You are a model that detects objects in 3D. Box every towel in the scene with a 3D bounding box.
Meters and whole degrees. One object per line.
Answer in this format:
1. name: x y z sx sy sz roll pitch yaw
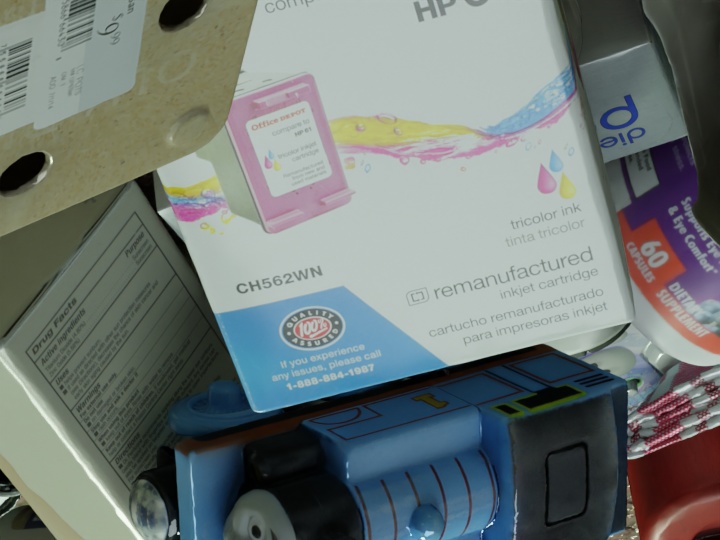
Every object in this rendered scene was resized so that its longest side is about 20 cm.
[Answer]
1. towel: 0.208 0.025 0.957 0.199 0.030 0.146 -24 178 17

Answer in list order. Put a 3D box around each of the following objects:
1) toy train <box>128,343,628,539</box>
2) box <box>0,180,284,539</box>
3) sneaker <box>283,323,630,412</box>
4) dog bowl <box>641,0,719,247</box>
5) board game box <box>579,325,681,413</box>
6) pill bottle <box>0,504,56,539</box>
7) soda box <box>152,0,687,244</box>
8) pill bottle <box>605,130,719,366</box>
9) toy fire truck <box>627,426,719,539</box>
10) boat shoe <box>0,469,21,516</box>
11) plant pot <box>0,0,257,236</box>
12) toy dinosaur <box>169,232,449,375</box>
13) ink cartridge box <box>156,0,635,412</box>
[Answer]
1. toy train: 0.010 0.080 0.865 0.199 0.087 0.114 -12 -161 -33
2. box: -0.099 0.056 0.899 0.077 0.095 0.200 12 144 40
3. sneaker: 0.016 0.008 0.960 0.199 0.076 0.088 -21 132 11
4. dog bowl: 0.198 -0.078 0.748 0.199 0.201 0.059 -24 163 22
5. board game box: 0.180 0.046 1.089 0.199 0.026 0.200 0 147 -16
6. pill bottle: -0.072 0.159 1.025 0.199 0.112 0.111 -7 150 19
7. soda box: 0.020 -0.062 0.837 0.199 0.064 0.068 -18 147 12
8. pill bottle: 0.189 -0.053 0.853 0.111 0.112 0.200 22 136 -40
9. toy fire truck: 0.211 0.091 1.046 0.175 0.129 0.200 -16 136 11
10. boat shoe: -0.174 0.073 1.000 0.071 0.068 0.200 1 149 -16
11. plant pot: -0.126 -0.111 0.540 0.199 0.177 0.200 -25 154 -29
12. toy dinosaur: 0.000 0.000 0.881 0.199 0.088 0.048 -11 133 18
13. ink cartridge box: 0.000 -0.066 0.734 0.144 0.085 0.201 -14 121 9
